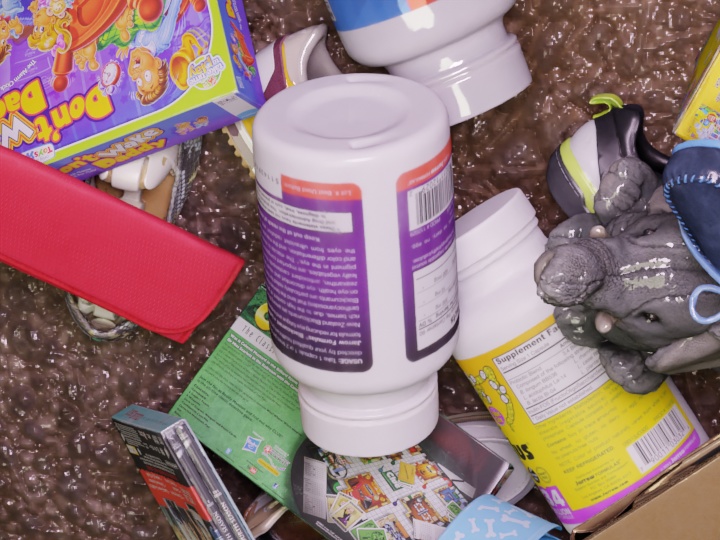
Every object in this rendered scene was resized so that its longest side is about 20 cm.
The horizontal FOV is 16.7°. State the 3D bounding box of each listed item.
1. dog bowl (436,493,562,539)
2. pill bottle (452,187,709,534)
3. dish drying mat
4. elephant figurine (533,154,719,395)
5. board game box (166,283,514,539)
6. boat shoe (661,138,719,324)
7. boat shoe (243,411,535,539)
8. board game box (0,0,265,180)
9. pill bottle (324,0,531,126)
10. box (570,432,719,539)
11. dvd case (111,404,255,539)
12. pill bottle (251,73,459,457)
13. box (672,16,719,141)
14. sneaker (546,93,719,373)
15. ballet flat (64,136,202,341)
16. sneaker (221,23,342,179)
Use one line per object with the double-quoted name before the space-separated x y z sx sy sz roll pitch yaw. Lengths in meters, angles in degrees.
"dog bowl" 0.075 0.193 1.483 0.049 0.200 0.112 35 85 17
"pill bottle" 0.118 0.054 1.468 0.104 0.104 0.201 -30 98 20
"dish drying mat" -0.173 -0.019 1.470 0.199 0.018 0.077 26 121 -22
"elephant figurine" 0.176 0.006 1.319 0.155 0.200 0.142 -42 92 -5
"board game box" -0.014 0.105 1.505 0.200 0.023 0.105 36 87 20
"boat shoe" 0.222 0.015 1.237 0.200 0.069 0.084 41 153 -21
"boat shoe" 0.020 0.147 1.539 0.199 0.068 0.075 -20 100 17
"board game box" -0.165 -0.129 1.475 0.199 0.045 0.135 -20 72 18
"pill bottle" 0.026 -0.186 1.409 0.112 0.112 0.201 -20 102 18
"box" 0.244 0.177 1.440 0.163 0.021 0.200 -35 118 21
"dvd case" -0.086 0.177 1.543 0.022 0.146 0.201 -30 99 -15
"pill bottle" 0.000 0.000 1.393 0.111 0.112 0.201 3 120 12
"box" 0.286 -0.100 1.327 0.192 0.200 0.123 29 109 2
"sneaker" 0.196 -0.019 1.444 0.200 0.072 0.083 45 110 -4
"ballet flat" -0.141 -0.045 1.516 0.072 0.072 0.202 16 110 8
"sneaker" 0.000 -0.052 1.478 0.090 0.075 0.200 -34 98 26
